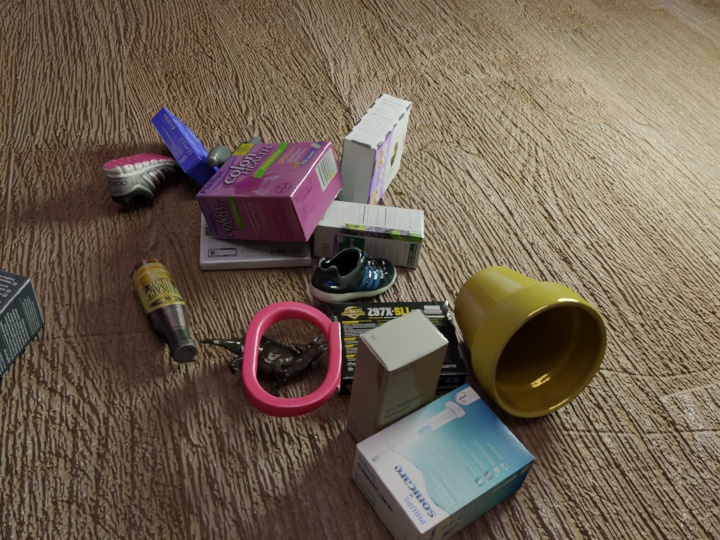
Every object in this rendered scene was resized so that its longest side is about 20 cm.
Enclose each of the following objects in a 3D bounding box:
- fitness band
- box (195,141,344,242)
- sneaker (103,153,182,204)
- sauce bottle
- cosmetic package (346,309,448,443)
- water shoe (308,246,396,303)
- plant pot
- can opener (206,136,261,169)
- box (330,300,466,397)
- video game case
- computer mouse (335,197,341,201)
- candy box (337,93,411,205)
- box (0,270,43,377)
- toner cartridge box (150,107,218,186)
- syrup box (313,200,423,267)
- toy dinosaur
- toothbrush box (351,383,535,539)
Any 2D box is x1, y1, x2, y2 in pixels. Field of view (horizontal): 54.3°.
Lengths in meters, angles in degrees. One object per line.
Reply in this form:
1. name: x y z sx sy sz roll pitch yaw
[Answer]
1. fitness band: -0.099 0.125 1.019 0.142 0.038 0.201 0 44 -2
2. box: -0.159 -0.145 1.264 0.198 0.097 0.177 3 41 26
3. sneaker: -0.418 -0.175 1.364 0.073 0.088 0.200 13 19 20
4. sauce bottle: -0.312 0.063 1.126 0.065 0.066 0.200 -19 49 -25
5. cosmetic package: 0.047 0.160 0.968 0.104 0.201 0.071 -22 50 -27
6. water shoe: 0.000 0.000 1.198 0.071 0.080 0.199 36 35 28
7. plant pot: 0.243 0.091 1.087 0.199 0.203 0.189 -9 30 -17
8. can opener: -0.248 -0.235 1.415 0.052 0.067 0.200 -19 18 17
9. box: 0.057 0.122 1.123 0.198 0.050 0.161 -1 41 -8
10. video game case: -0.198 -0.072 1.315 0.198 0.023 0.183 -3 44 -9
11. computer mouse: -0.104 -0.151 1.375 0.199 0.059 0.034 34 71 17
12. candy box: 0.027 -0.230 1.403 0.071 0.169 0.201 20 44 12
13. box: -0.592 0.095 1.024 0.147 0.108 0.201 14 43 7
14. toner cartridge box: -0.348 -0.242 1.420 0.043 0.095 0.200 -42 53 4
15. syrup box: 0.014 -0.068 1.295 0.198 0.079 0.082 6 43 -1
16. toy dinosaur: -0.145 0.136 1.078 0.198 0.078 0.103 7 31 7
17. toothbrush box: 0.109 0.266 0.948 0.199 0.086 0.146 -23 51 -29
